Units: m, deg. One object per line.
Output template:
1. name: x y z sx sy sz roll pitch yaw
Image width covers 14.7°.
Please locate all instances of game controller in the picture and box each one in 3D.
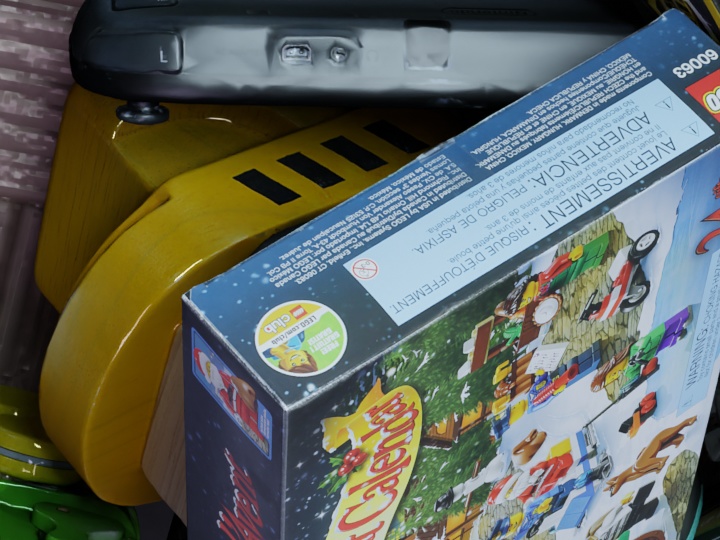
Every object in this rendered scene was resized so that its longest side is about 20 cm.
1. game controller: 0.026 -0.056 0.704 0.198 0.104 0.042 1 93 -7

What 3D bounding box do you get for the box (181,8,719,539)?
1. box: 0.024 0.046 0.656 0.136 0.038 0.201 -32 149 -24

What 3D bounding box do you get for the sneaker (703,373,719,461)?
1. sneaker: 0.181 -0.011 0.784 0.085 0.078 0.200 6 135 -42

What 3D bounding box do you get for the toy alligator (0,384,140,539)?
1. toy alligator: -0.084 0.076 0.772 0.054 0.200 0.060 12 97 -18

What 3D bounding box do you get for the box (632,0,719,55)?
1. box: 0.095 -0.154 0.593 0.160 0.049 0.200 -42 128 -8

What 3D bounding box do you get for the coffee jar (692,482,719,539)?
1. coffee jar: 0.121 0.131 0.822 0.104 0.200 0.085 -34 101 25

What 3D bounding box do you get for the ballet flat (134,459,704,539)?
1. ballet flat: 0.007 0.080 0.852 0.198 0.069 0.068 -9 134 6

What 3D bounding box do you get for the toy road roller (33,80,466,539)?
1. toy road roller: 0.000 0.000 0.761 0.199 0.146 0.123 -22 146 -36
